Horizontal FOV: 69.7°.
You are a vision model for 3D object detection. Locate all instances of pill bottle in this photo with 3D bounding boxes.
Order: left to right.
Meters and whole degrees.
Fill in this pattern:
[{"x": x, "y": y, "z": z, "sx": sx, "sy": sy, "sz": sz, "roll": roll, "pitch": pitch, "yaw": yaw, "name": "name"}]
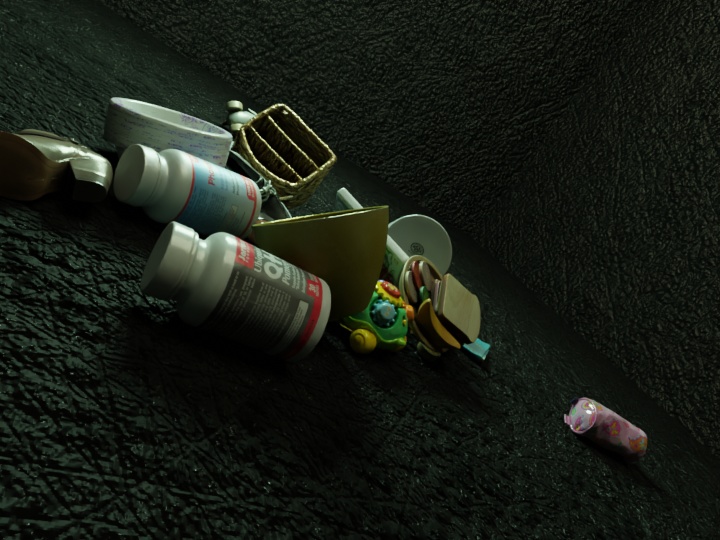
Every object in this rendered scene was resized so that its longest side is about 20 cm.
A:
[{"x": -0.256, "y": -0.115, "z": 0.779, "sx": 0.199, "sy": 0.109, "sz": 0.109, "roll": 16, "pitch": 24, "yaw": -52, "name": "pill bottle"}, {"x": -0.141, "y": 0.024, "z": 0.599, "sx": 0.199, "sy": 0.111, "sz": 0.111, "roll": 27, "pitch": 17, "yaw": -30, "name": "pill bottle"}]

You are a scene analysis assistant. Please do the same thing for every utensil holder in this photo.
[{"x": 0.118, "y": -0.042, "z": 1.179, "sx": 0.169, "sy": 0.171, "sz": 0.200, "roll": 35, "pitch": 1, "yaw": 0, "name": "utensil holder"}]

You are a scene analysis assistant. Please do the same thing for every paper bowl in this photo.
[{"x": -0.326, "y": -0.211, "z": 0.875, "sx": 0.199, "sy": 0.105, "sz": 0.201, "roll": 19, "pitch": 15, "yaw": -5, "name": "paper bowl"}]

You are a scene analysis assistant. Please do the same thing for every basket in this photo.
[{"x": -0.182, "y": -0.255, "z": 1.151, "sx": 0.200, "sy": 0.149, "sz": 0.142, "roll": 48, "pitch": 32, "yaw": 8, "name": "basket"}]

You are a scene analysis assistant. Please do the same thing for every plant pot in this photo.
[{"x": -0.048, "y": -0.009, "z": 0.753, "sx": 0.198, "sy": 0.144, "sz": 0.200, "roll": -8, "pitch": 8, "yaw": 1, "name": "plant pot"}]

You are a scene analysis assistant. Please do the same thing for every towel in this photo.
[{"x": 0.221, "y": 0.138, "z": 1.229, "sx": 0.199, "sy": 0.022, "sz": 0.146, "roll": 39, "pitch": 15, "yaw": 14, "name": "towel"}]

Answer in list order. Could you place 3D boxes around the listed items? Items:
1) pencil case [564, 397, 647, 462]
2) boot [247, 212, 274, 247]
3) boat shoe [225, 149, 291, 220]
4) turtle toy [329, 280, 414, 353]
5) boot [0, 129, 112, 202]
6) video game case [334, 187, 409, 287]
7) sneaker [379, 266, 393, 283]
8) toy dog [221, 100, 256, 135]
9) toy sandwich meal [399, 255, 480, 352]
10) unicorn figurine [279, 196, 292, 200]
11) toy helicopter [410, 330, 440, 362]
[{"x": 0.560, "y": 0.363, "z": 1.177, "sx": 0.199, "sy": 0.088, "sz": 0.088, "roll": 29, "pitch": 16, "yaw": -20, "name": "pencil case"}, {"x": -0.102, "y": -0.015, "z": 0.900, "sx": 0.188, "sy": 0.069, "sz": 0.200, "roll": 29, "pitch": 18, "yaw": -40, "name": "boot"}, {"x": -0.200, "y": -0.151, "z": 0.994, "sx": 0.200, "sy": 0.074, "sz": 0.068, "roll": 51, "pitch": -30, "yaw": -11, "name": "boat shoe"}, {"x": 0.010, "y": 0.053, "z": 0.865, "sx": 0.200, "sy": 0.101, "sz": 0.145, "roll": 43, "pitch": 17, "yaw": 27, "name": "turtle toy"}, {"x": -0.405, "y": -0.140, "z": 0.632, "sx": 0.199, "sy": 0.071, "sz": 0.146, "roll": 21, "pitch": 14, "yaw": -47, "name": "boot"}, {"x": 0.011, "y": -0.046, "z": 1.065, "sx": 0.200, "sy": 0.023, "sz": 0.182, "roll": 49, "pitch": -24, "yaw": 17, "name": "video game case"}, {"x": 0.000, "y": 0.000, "z": 1.046, "sx": 0.201, "sy": 0.077, "sz": 0.082, "roll": 56, "pitch": -14, "yaw": 15, "name": "sneaker"}, {"x": -0.364, "y": -0.469, "z": 1.666, "sx": 0.096, "sy": 0.133, "sz": 0.199, "roll": -3, "pitch": -20, "yaw": 40, "name": "toy dog"}, {"x": 0.148, "y": 0.060, "z": 0.954, "sx": 0.204, "sy": 0.070, "sz": 0.207, "roll": 31, "pitch": 49, "yaw": -43, "name": "toy sandwich meal"}, {"x": -0.260, "y": -0.179, "z": 1.067, "sx": 0.198, "sy": 0.074, "sz": 0.138, "roll": 5, "pitch": 40, "yaw": -36, "name": "unicorn figurine"}, {"x": 0.148, "y": 0.117, "z": 1.042, "sx": 0.132, "sy": 0.079, "sz": 0.200, "roll": 43, "pitch": 28, "yaw": 2, "name": "toy helicopter"}]
